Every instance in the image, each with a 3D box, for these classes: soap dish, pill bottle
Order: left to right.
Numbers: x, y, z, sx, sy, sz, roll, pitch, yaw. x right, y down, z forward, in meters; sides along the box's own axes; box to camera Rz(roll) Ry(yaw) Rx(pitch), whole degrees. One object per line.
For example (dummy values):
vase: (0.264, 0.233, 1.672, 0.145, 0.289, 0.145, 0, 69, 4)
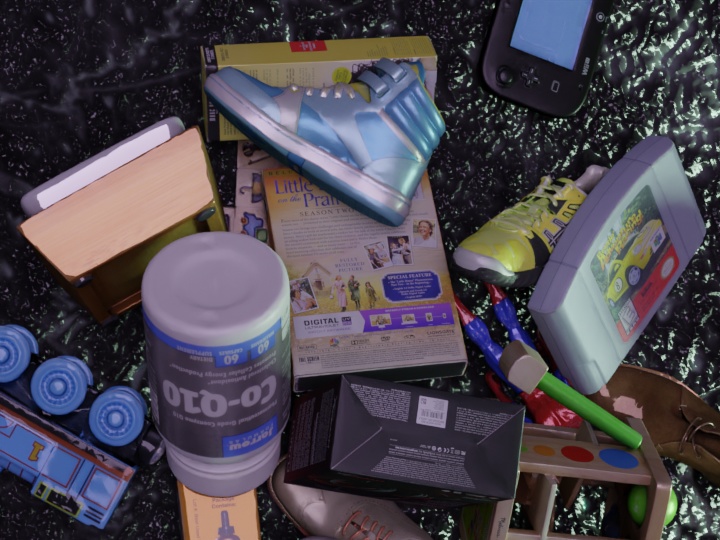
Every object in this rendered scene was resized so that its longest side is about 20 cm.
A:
soap dish: (-0.180, -0.033, 1.400, 0.156, 0.200, 0.082, -29, 78, -6)
pill bottle: (-0.110, 0.078, 1.372, 0.113, 0.201, 0.114, 1, 44, -1)

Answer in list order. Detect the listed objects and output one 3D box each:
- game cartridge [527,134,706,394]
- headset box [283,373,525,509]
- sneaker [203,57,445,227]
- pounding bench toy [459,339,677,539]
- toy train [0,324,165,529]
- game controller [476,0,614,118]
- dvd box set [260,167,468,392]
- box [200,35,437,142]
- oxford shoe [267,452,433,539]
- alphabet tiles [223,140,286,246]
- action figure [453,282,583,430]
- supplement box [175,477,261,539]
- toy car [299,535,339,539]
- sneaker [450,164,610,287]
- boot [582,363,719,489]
game cartridge: (0.219, -0.010, 1.479, 0.201, 0.041, 0.133, -53, 132, -21)
headset box: (0.028, 0.140, 1.390, 0.147, 0.200, 0.076, 11, 78, -13)
sneaker: (-0.020, -0.139, 1.445, 0.199, 0.080, 0.131, 33, 86, -5)
pounding bench toy: (0.178, 0.161, 1.427, 0.154, 0.124, 0.202, 6, 111, -6)
toy train: (-0.261, 0.124, 1.438, 0.199, 0.087, 0.115, 29, 87, -3)
game controller: (0.172, -0.237, 1.550, 0.103, 0.042, 0.202, 17, 83, -5)
dvd box set: (0.000, 0.000, 1.459, 0.145, 0.029, 0.202, -5, 60, -11)
box: (-0.036, -0.156, 1.497, 0.198, 0.050, 0.076, -4, 121, -6)
oxford shoe: (0.011, 0.217, 1.463, 0.199, 0.074, 0.071, 33, 82, -2)
alphabet tiles: (-0.061, -0.019, 1.516, 0.165, 0.008, 0.202, 3, 83, -6)
action figure: (0.139, 0.084, 1.507, 0.065, 0.052, 0.201, -33, 88, -5)
supplement box: (-0.111, 0.264, 1.449, 0.066, 0.069, 0.202, -5, 86, -8)
toy car: (-0.002, 0.307, 1.377, 0.149, 0.175, 0.202, -10, 107, 14)
sneaker: (0.145, -0.039, 1.467, 0.199, 0.075, 0.077, -21, 123, -46)
boot: (0.283, 0.136, 1.506, 0.199, 0.075, 0.074, 29, 83, -2)
